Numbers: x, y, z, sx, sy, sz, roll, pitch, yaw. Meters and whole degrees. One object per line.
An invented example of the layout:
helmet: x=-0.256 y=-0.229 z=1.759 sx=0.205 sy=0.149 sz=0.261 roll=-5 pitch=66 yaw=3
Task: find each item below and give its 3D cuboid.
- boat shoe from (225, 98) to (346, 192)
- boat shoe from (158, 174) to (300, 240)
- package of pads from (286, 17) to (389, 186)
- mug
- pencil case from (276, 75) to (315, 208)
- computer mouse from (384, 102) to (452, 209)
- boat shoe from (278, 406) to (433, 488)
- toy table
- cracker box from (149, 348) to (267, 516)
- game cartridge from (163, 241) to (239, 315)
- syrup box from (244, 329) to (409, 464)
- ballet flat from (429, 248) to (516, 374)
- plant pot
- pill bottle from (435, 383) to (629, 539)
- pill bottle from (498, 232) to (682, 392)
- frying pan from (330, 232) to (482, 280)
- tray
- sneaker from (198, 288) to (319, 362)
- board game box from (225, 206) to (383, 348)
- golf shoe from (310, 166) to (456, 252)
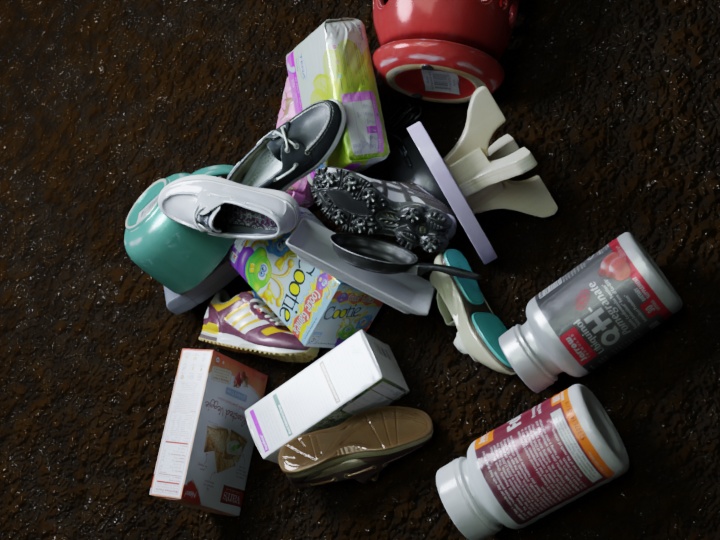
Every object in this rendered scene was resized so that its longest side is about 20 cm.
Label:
boat shoe: x=-0.101 y=-0.151 z=1.585 sx=0.200 sy=0.060 sz=0.076 roll=-47 pitch=57 yaw=20
boat shoe: x=-0.179 y=-0.073 z=1.565 sx=0.200 sy=0.069 sz=0.072 roll=14 pitch=117 yaw=16
package of pads: x=-0.034 y=-0.228 z=1.649 sx=0.154 sy=0.068 sz=0.200 roll=-21 pitch=80 yaw=64
mug: x=-0.251 y=-0.074 z=1.705 sx=0.152 sy=0.114 sz=0.185 roll=-4 pitch=52 yaw=57
pencil case: x=-0.087 y=-0.187 z=1.754 sx=0.083 sy=0.087 sz=0.200 roll=12 pitch=76 yaw=3
computer mouse: x=0.047 y=-0.135 z=1.670 sx=0.140 sy=0.046 sz=0.200 roll=-32 pitch=57 yaw=16
boat shoe: x=-0.001 y=0.232 z=1.540 sx=0.200 sy=0.072 sz=0.072 roll=-19 pitch=42 yaw=1
toy table: x=0.157 y=-0.122 z=1.533 sx=0.117 sy=0.200 sz=0.184 roll=-31 pitch=24 yaw=6
cracker box: x=-0.200 y=0.218 z=1.623 sx=0.058 sy=0.134 sz=0.200 roll=1 pitch=72 yaw=31
game cartridge: x=-0.209 y=-0.028 z=1.765 sx=0.200 sy=0.041 sz=0.133 roll=-39 pitch=39 yaw=12
syrup box: x=-0.045 y=0.171 z=1.581 sx=0.200 sy=0.079 sz=0.081 roll=-35 pitch=57 yaw=15
ballet flat: x=0.138 y=0.063 z=1.531 sx=0.069 sy=0.069 sz=0.200 roll=-34 pitch=55 yaw=16
plant pot: x=0.108 y=-0.333 z=1.622 sx=0.200 sy=0.200 sz=0.183 roll=3 pitch=77 yaw=32
pill bottle: x=0.195 y=0.225 z=1.391 sx=0.200 sy=0.114 sz=0.114 roll=-32 pitch=57 yaw=16
pill bottle: x=0.265 y=0.055 z=1.420 sx=0.200 sy=0.111 sz=0.111 roll=-37 pitch=56 yaw=14
frying pan: x=0.052 y=-0.014 z=1.537 sx=0.115 sy=0.190 sz=0.031 roll=-109 pitch=33 yaw=-72
tray: x=0.000 y=0.000 z=1.558 sx=0.200 sy=0.107 sz=0.022 roll=27 pitch=113 yaw=0
sneaker: x=-0.139 y=0.072 z=1.682 sx=0.200 sy=0.075 sz=0.090 roll=8 pitch=80 yaw=32
board game box: x=-0.073 y=0.005 z=1.638 sx=0.200 sy=0.105 sz=0.103 roll=45 pitch=114 yaw=36
golf shoe: x=0.032 y=-0.084 z=1.586 sx=0.200 sy=0.094 sz=0.078 roll=25 pitch=115 yaw=9
